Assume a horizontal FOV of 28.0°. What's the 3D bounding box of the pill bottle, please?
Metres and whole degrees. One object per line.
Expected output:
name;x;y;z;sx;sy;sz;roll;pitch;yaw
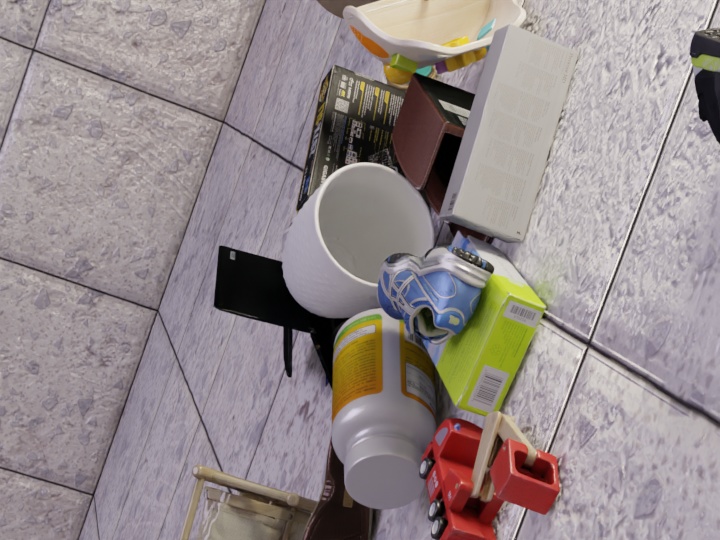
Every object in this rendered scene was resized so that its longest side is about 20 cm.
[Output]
pill bottle;0.024;0.145;1.505;0.201;0.110;0.112;-89;24;-50

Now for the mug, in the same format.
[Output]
mug;0.000;0.000;1.654;0.147;0.201;0.175;-36;-3;-30

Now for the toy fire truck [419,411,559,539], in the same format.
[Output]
toy fire truck;0.110;0.177;1.284;0.201;0.048;0.142;-99;32;-62

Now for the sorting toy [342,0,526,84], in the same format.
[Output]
sorting toy;0.104;-0.272;1.642;0.180;0.197;0.108;-144;38;-71

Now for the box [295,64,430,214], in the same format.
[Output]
box;0.014;-0.139;1.786;0.049;0.158;0.203;135;149;-56

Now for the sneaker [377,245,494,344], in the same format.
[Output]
sneaker;0.058;0.029;1.408;0.078;0.075;0.200;-70;14;-15

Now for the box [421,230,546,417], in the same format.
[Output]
box;0.114;0.049;1.424;0.200;0.047;0.123;-116;47;-69

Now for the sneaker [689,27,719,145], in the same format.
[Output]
sneaker;0.288;-0.115;1.011;0.200;0.071;0.084;-112;20;-69

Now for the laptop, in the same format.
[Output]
laptop;-0.094;0.075;1.759;0.178;0.102;0.202;-96;-13;-65

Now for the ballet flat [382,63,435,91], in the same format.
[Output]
ballet flat;0.066;-0.262;1.966;0.201;0.067;0.064;-98;2;-63

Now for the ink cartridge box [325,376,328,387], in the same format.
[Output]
ink cartridge box;-0.018;0.053;1.913;0.095;0.037;0.201;-89;21;-50

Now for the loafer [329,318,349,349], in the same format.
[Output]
loafer;-0.003;0.094;1.739;0.201;0.069;0.069;-108;37;-66

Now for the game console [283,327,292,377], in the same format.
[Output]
game console;-0.059;0.043;1.995;0.175;0.117;0.200;-33;5;-3

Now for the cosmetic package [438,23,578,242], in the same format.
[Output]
cosmetic package;0.149;-0.137;1.457;0.051;0.082;0.203;175;113;-76

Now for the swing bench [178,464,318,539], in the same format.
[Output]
swing bench;-0.129;0.343;1.645;0.200;0.128;0.202;48;-123;-71

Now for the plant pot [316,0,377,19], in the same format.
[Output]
plant pot;0.034;-0.487;2.141;0.199;0.186;0.190;-10;61;57

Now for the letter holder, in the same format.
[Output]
letter holder;0.094;-0.112;1.591;0.200;0.099;0.144;-110;39;-66

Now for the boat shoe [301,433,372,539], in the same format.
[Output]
boat shoe;-0.017;0.271;1.614;0.075;0.074;0.205;64;-138;-80
